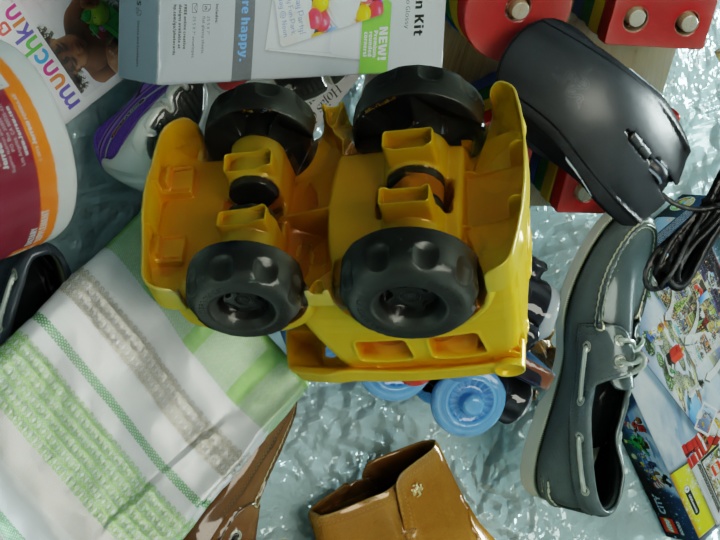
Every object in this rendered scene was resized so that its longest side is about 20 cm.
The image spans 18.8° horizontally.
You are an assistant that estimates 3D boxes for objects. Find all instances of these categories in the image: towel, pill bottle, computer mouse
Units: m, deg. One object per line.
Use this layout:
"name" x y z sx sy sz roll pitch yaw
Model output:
"towel" -0.129 0.081 1.158 0.200 0.031 0.149 -48 114 -23
"pill bottle" -0.253 -0.036 1.089 0.200 0.114 0.114 -24 107 -33
"computer mouse" 0.176 -0.090 1.273 0.140 0.046 0.200 -49 118 -10

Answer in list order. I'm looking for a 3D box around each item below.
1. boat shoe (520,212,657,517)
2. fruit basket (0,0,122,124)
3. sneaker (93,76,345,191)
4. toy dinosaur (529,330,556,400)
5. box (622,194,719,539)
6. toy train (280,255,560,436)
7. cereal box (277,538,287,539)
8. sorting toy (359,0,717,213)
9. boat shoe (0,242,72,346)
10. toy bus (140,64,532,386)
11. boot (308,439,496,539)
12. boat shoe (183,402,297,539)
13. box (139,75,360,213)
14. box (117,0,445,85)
"boat shoe" 0.156 0.057 1.346 0.073 0.062 0.200 0 110 -47
"fruit basket" -0.147 -0.196 1.174 0.200 0.094 0.185 -42 118 -22
"sneaker" -0.076 -0.122 1.235 0.200 0.083 0.081 -42 125 -26
"toy dinosaur" 0.100 0.018 1.404 0.106 0.060 0.200 -35 112 -64
"box" 0.228 0.067 1.501 0.137 0.038 0.200 -38 114 -29
"toy train" 0.031 0.017 1.291 0.200 0.087 0.114 28 98 -19
"cereal box" -0.108 0.226 1.184 0.200 0.039 0.144 -3 120 -59
"sorting toy" 0.110 -0.120 1.309 0.198 0.070 0.200 1 120 -24
"boat shoe" -0.178 0.081 1.184 0.075 0.062 0.201 0 92 -36
"toy bus" 0.000 0.000 1.169 0.192 0.200 0.136 72 18 -54
"boot" 0.066 0.171 1.364 0.201 0.071 0.144 -21 108 -29
"boat shoe" -0.094 0.144 1.252 0.068 0.072 0.200 44 77 -35
"box" -0.072 -0.063 1.268 0.200 0.041 0.039 -53 121 -23
"box" -0.037 -0.182 1.173 0.200 0.041 0.156 -7 105 -41
